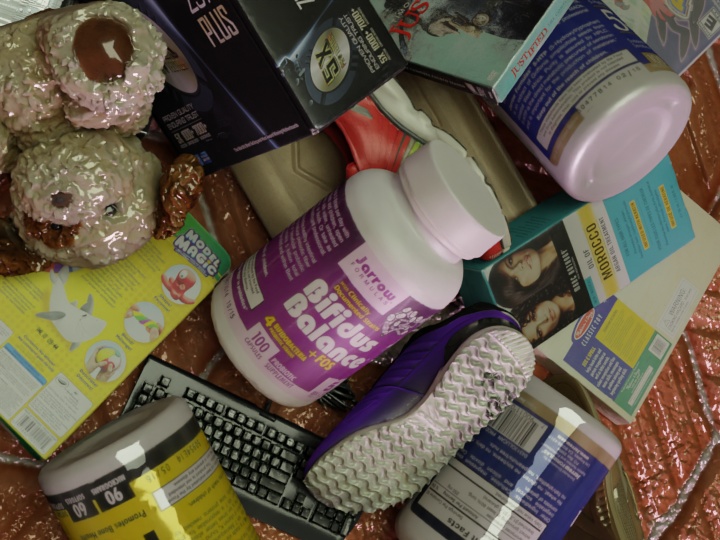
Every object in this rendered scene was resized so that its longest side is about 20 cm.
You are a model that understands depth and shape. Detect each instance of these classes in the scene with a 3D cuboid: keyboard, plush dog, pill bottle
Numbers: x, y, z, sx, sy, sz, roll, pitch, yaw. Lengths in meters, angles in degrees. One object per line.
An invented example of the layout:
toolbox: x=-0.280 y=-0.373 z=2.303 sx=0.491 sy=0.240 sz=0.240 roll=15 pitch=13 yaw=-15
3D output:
keyboard: x=-0.074 y=0.116 z=1.021 sx=0.199 sy=0.021 sz=0.128 roll=28 pitch=73 yaw=-16
plush dog: x=-0.198 y=-0.081 z=0.909 sx=0.199 sy=0.161 sz=0.173 roll=-15 pitch=106 yaw=7
pill bottle: x=0.149 y=-0.161 z=1.058 sx=0.119 sy=0.120 sz=0.200 roll=-24 pitch=58 yaw=-23
pill bottle: x=0.000 y=0.000 z=0.960 sx=0.200 sy=0.112 sz=0.112 roll=-38 pitch=98 yaw=21
pill bottle: x=-0.124 y=0.198 z=0.934 sx=0.114 sy=0.114 sz=0.201 roll=-30 pitch=97 yaw=-23
pill bottle: x=0.095 y=0.180 z=1.017 sx=0.111 sy=0.111 sz=0.200 roll=37 pitch=86 yaw=-12

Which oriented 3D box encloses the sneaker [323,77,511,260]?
sneaker: x=0.027 y=-0.073 z=1.023 sx=0.200 sy=0.077 sz=0.085 roll=45 pitch=78 yaw=3

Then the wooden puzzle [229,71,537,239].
wooden puzzle: x=0.015 y=-0.069 z=1.074 sx=0.200 sy=0.046 sz=0.186 roll=-32 pitch=94 yaw=-18

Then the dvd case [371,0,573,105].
dvd case: x=0.067 y=-0.211 z=1.039 sx=0.146 sy=0.200 sz=0.022 roll=-54 pitch=138 yaw=-12

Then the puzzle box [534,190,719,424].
puzzle box: x=0.218 y=0.011 z=1.149 sx=0.133 sy=0.025 sz=0.200 roll=39 pitch=70 yaw=-12

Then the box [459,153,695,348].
box: x=0.169 y=-0.016 z=1.083 sx=0.200 sy=0.049 sz=0.083 roll=-32 pitch=111 yaw=-23

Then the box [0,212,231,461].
box: x=-0.196 y=0.023 z=0.973 sx=0.117 sy=0.048 sz=0.200 roll=47 pitch=71 yaw=-8

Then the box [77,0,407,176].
box: x=-0.087 y=-0.163 z=0.909 sx=0.086 sy=0.200 sz=0.164 roll=-38 pitch=104 yaw=-27

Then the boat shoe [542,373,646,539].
boat shoe: x=0.184 y=0.182 z=1.094 sx=0.064 sy=0.071 sz=0.201 roll=6 pitch=68 yaw=-56

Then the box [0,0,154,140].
box: x=-0.205 y=-0.212 z=1.004 sx=0.157 sy=0.050 sz=0.201 roll=21 pitch=75 yaw=-18

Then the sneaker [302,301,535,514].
sneaker: x=0.041 y=0.096 z=1.016 sx=0.200 sy=0.100 sz=0.070 roll=-39 pitch=114 yaw=12

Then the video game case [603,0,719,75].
video game case: x=0.213 y=-0.244 z=1.189 sx=0.182 sy=0.023 sz=0.200 roll=-43 pitch=98 yaw=-21
